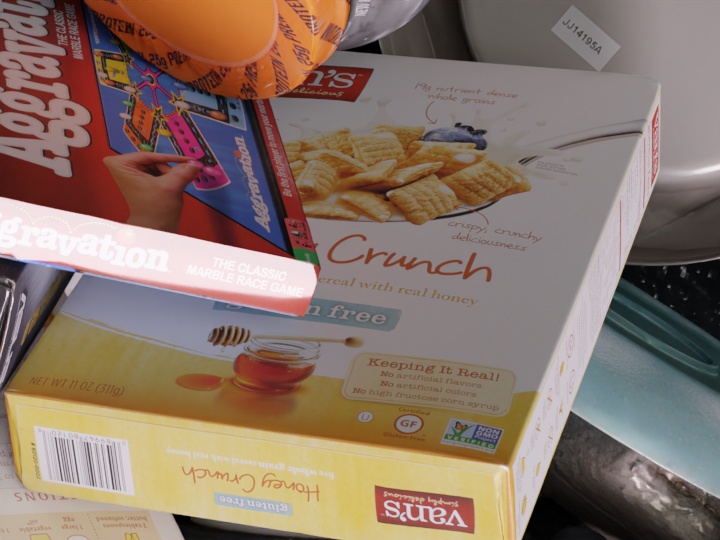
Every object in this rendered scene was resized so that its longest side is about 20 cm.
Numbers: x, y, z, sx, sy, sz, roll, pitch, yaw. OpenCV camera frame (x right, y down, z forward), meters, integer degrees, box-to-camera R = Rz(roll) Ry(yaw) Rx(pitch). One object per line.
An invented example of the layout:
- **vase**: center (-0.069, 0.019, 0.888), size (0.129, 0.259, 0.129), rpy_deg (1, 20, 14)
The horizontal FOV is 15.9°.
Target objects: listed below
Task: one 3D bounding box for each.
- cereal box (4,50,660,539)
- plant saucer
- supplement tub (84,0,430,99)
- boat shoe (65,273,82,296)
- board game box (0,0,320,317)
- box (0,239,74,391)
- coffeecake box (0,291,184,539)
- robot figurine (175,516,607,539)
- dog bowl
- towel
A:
- **cereal box**: center (0.000, 0.000, 0.755), size (0.200, 0.143, 0.040), rpy_deg (-64, 155, -51)
- **plant saucer**: center (0.086, 0.025, 0.858), size (0.200, 0.200, 0.027), rpy_deg (28, 99, -21)
- **supplement tub**: center (0.000, -0.150, 0.766), size (0.123, 0.122, 0.200), rpy_deg (48, 58, -16)
- **boat shoe**: center (-0.097, -0.022, 0.852), size (0.199, 0.072, 0.069), rpy_deg (-8, 77, -20)
- **board game box**: center (-0.076, -0.052, 0.752), size (0.103, 0.200, 0.020), rpy_deg (10, 116, -16)
- **box**: center (-0.176, -0.040, 0.734), size (0.199, 0.158, 0.048), rpy_deg (20, 113, -1)
- **coffeecake box**: center (-0.132, 0.085, 0.710), size (0.153, 0.200, 0.073), rpy_deg (1, 135, -37)
- **robot figurine**: center (-0.004, 0.128, 0.857), size (0.150, 0.125, 0.201), rpy_deg (2, 90, -29)
- **dog bowl**: center (0.106, -0.099, 0.870), size (0.199, 0.059, 0.201), rpy_deg (-1, 85, 15)
- **towel**: center (0.139, 0.105, 0.917), size (0.200, 0.132, 0.035), rpy_deg (37, 81, -20)
